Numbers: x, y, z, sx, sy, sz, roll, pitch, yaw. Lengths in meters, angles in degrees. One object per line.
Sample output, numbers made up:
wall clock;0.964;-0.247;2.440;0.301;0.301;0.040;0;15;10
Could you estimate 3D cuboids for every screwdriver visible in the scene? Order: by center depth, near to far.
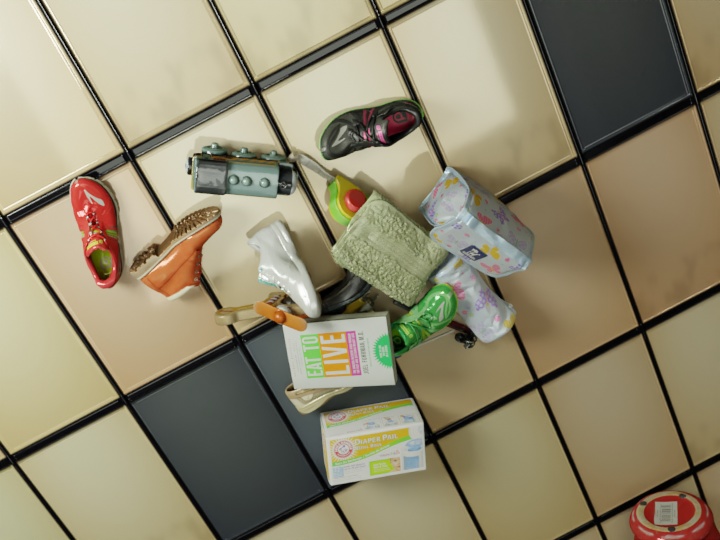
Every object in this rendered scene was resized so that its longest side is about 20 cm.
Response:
screwdriver;0.094;0.157;1.603;0.198;0.029;0.028;-22;109;16

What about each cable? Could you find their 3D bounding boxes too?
cable;-0.039;0.115;1.591;0.199;0.051;0.097;-29;124;14

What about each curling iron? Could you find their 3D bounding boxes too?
curling iron;0.151;0.099;1.605;0.199;0.050;0.026;29;118;-17

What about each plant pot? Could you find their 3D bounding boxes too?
plant pot;0.700;0.603;1.802;0.198;0.201;0.184;-18;108;-3

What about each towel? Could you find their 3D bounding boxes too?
towel;0.055;-0.034;1.480;0.199;0.036;0.149;34;94;-25

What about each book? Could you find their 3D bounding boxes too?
book;-0.036;0.151;1.532;0.197;0.048;0.135;-5;102;14

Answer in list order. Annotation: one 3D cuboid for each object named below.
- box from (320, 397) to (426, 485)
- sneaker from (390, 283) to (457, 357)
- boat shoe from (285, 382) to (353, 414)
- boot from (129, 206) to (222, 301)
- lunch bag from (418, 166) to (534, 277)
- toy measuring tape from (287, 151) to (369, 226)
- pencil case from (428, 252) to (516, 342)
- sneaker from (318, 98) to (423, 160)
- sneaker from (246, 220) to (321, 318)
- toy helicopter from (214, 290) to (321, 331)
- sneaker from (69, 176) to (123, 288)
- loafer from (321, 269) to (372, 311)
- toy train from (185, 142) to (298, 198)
box;0.023;0.341;1.638;0.197;0.101;0.114;-9;111;-7
sneaker;0.106;0.106;1.536;0.074;0.084;0.200;47;112;4
boat shoe;-0.055;0.202;1.591;0.199;0.071;0.065;-36;112;5
boot;-0.306;-0.029;1.469;0.199;0.075;0.107;-38;115;14
lunch bag;0.208;-0.079;1.469;0.169;0.200;0.128;32;101;-20
toy measuring tape;-0.052;-0.135;1.471;0.199;0.074;0.074;32;101;-17
pencil case;0.214;0.047;1.576;0.090;0.083;0.200;-33;112;26
sneaker;0.018;-0.250;1.437;0.198;0.084;0.077;-24;111;-1
sneaker;-0.138;0.011;1.461;0.088;0.201;0.075;-26;154;-7
toy helicopter;-0.168;0.074;1.493;0.197;0.132;0.080;-11;112;-6
sneaker;-0.453;-0.063;1.418;0.076;0.085;0.202;-13;111;-6
loafer;0.000;0.000;1.535;0.199;0.073;0.073;-37;103;-6
toy train;-0.203;-0.164;1.411;0.197;0.114;0.086;6;109;-12
